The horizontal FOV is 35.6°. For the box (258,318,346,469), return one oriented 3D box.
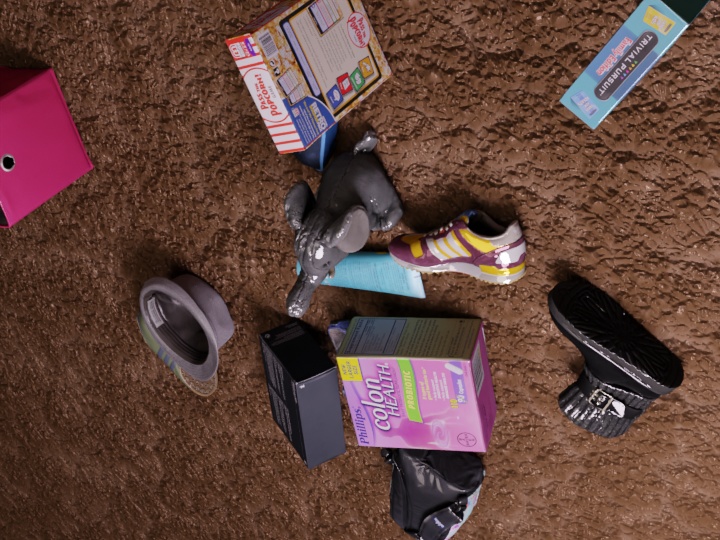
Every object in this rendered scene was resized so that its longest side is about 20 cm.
[{"bbox_3d":[-0.094,0.204,1.843,0.141,0.079,0.200,50,154,45],"label":"box"}]

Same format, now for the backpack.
[{"bbox_3d":[0.121,0.350,1.790,0.167,0.127,0.200,37,142,27],"label":"backpack"}]

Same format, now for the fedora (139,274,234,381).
[{"bbox_3d":[-0.287,0.083,1.930,0.200,0.090,0.177,40,139,16],"label":"fedora"}]

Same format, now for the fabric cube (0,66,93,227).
[{"bbox_3d":[-0.606,-0.209,1.863,0.200,0.199,0.197,8,128,36],"label":"fabric cube"}]

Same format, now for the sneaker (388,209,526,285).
[{"bbox_3d":[0.127,-0.044,1.492,0.200,0.075,0.090,8,121,27],"label":"sneaker"}]

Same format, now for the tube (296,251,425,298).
[{"bbox_3d":[0.000,0.000,1.654,0.200,0.050,0.078,6,131,31],"label":"tube"}]

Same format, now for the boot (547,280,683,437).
[{"bbox_3d":[0.301,0.123,1.475,0.211,0.079,0.158,41,140,3],"label":"boot"}]

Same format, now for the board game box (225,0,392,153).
[{"bbox_3d":[-0.056,-0.257,1.353,0.046,0.200,0.152,-3,121,42],"label":"board game box"}]

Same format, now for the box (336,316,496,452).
[{"bbox_3d":[0.085,0.166,1.640,0.200,0.097,0.176,1,126,19],"label":"box"}]

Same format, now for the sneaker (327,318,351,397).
[{"bbox_3d":[0.002,0.162,1.764,0.075,0.078,0.200,-7,119,43],"label":"sneaker"}]

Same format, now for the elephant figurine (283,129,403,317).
[{"bbox_3d":[-0.039,-0.061,1.508,0.141,0.200,0.155,-19,111,47],"label":"elephant figurine"}]

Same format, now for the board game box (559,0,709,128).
[{"bbox_3d":[0.288,-0.241,1.075,0.047,0.200,0.151,41,141,3],"label":"board game box"}]

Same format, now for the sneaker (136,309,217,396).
[{"bbox_3d":[-0.341,0.142,2.057,0.090,0.067,0.200,11,139,56],"label":"sneaker"}]

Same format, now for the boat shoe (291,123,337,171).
[{"bbox_3d":[-0.069,-0.212,1.492,0.069,0.084,0.200,21,134,10],"label":"boat shoe"}]
